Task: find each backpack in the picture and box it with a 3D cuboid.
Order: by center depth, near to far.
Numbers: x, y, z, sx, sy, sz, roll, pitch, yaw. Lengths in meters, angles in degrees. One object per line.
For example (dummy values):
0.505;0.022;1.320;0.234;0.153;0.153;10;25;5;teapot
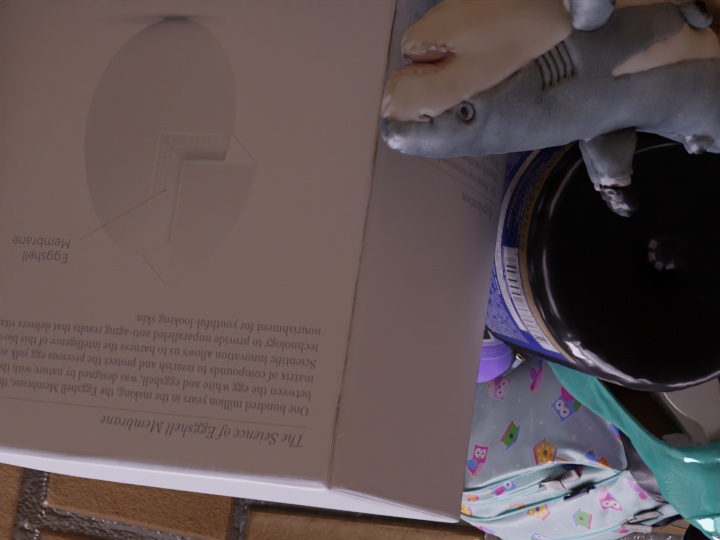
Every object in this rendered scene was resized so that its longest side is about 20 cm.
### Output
0.138;0.097;1.298;0.199;0.168;0.126;-24;129;40;backpack

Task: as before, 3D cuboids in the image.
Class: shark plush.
0.091;-0.060;0.773;0.090;0.084;0.199;-2;165;45;shark plush

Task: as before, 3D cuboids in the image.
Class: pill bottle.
0.101;-0.012;0.907;0.111;0.113;0.200;11;-179;-13;pill bottle

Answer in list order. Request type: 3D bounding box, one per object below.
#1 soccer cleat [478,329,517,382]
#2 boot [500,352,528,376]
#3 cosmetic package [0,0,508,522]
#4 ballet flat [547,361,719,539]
0.000;0.000;1.000;0.068;0.074;0.200;-14;129;43;soccer cleat
0.045;0.040;1.304;0.097;0.075;0.200;36;166;-2;boot
-0.056;-0.011;0.843;0.198;0.202;0.123;4;169;29;cosmetic package
0.144;0.049;0.996;0.067;0.071;0.200;-17;-146;-13;ballet flat
